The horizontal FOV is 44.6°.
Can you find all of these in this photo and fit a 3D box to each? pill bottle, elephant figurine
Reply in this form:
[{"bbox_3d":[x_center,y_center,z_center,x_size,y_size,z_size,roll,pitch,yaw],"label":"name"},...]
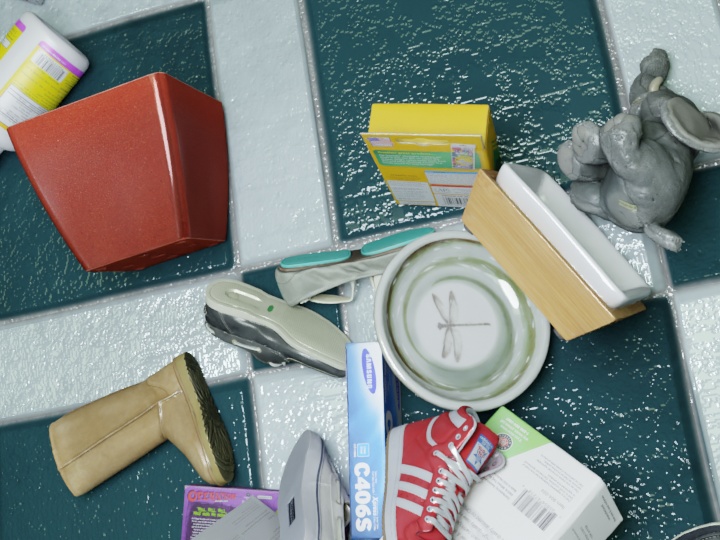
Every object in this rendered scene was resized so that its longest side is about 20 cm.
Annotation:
[{"bbox_3d":[-0.458,-0.232,1.158,0.104,0.104,0.201,41,91,18],"label":"pill bottle"},{"bbox_3d":[0.318,-0.135,0.923,0.198,0.141,0.157,-30,109,-25],"label":"elephant figurine"}]

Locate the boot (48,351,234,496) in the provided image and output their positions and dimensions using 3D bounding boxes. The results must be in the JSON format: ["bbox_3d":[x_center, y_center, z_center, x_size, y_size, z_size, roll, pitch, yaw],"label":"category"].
[{"bbox_3d":[-0.260,0.214,1.044,0.198,0.066,0.177,-30,61,7],"label":"boot"}]

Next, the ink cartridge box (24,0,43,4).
[{"bbox_3d":[-0.507,-0.479,1.256,0.198,0.050,0.165,20,86,26],"label":"ink cartridge box"}]

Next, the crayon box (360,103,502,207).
[{"bbox_3d":[0.083,-0.126,0.944,0.123,0.200,0.053,4,75,15],"label":"crayon box"}]

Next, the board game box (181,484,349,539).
[{"bbox_3d":[-0.111,0.312,1.003,0.196,0.032,0.122,1,84,14],"label":"board game box"}]

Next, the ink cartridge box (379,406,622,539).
[{"bbox_3d":[0.134,0.260,0.868,0.200,0.084,0.145,-45,41,-10],"label":"ink cartridge box"}]

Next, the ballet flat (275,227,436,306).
[{"bbox_3d":[0.000,0.000,1.022,0.196,0.067,0.065,-12,105,7],"label":"ballet flat"}]

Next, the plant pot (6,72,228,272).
[{"bbox_3d":[-0.263,-0.101,1.045,0.197,0.200,0.179,-16,87,11],"label":"plant pot"}]

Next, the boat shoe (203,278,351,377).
[{"bbox_3d":[-0.095,0.078,1.034,0.197,0.072,0.068,23,122,11],"label":"boat shoe"}]

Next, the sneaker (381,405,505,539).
[{"bbox_3d":[0.083,0.211,0.827,0.111,0.071,0.202,-26,35,20],"label":"sneaker"}]

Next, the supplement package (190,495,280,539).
[{"bbox_3d":[-0.100,0.365,0.878,0.199,0.191,0.148,34,99,12],"label":"supplement package"}]

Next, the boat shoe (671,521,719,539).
[{"bbox_3d":[0.303,0.322,0.875,0.198,0.062,0.075,-33,71,5],"label":"boat shoe"}]

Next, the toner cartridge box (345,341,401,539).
[{"bbox_3d":[0.017,0.184,0.959,0.042,0.095,0.204,-4,79,13],"label":"toner cartridge box"}]

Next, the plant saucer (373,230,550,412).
[{"bbox_3d":[0.108,0.058,0.962,0.196,0.050,0.204,3,70,-9],"label":"plant saucer"}]

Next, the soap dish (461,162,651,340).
[{"bbox_3d":[0.204,-0.018,0.922,0.081,0.157,0.201,-47,71,22],"label":"soap dish"}]

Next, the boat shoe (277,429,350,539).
[{"bbox_3d":[-0.043,0.251,0.938,0.069,0.201,0.071,29,109,-17],"label":"boat shoe"}]
